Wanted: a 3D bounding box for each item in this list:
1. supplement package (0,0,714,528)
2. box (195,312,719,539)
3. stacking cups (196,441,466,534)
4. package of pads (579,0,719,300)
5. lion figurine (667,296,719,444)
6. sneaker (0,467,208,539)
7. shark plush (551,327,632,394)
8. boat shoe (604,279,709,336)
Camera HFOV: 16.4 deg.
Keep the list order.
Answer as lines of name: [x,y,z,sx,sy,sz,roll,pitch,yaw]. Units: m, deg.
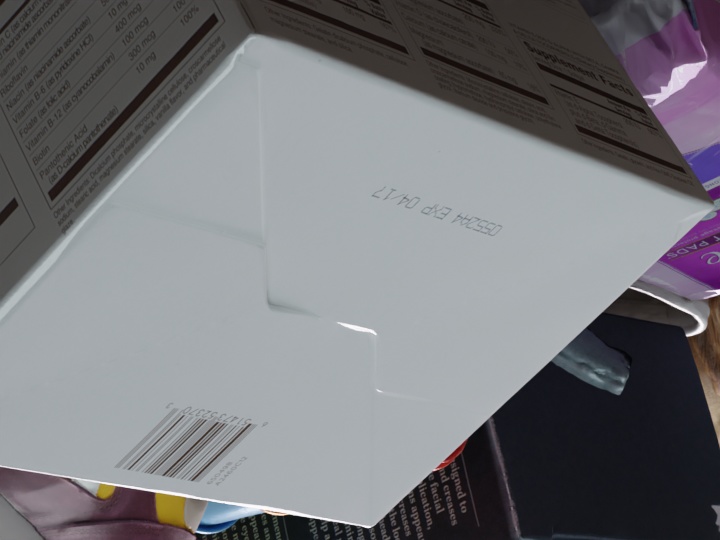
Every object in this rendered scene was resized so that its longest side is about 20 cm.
supplement package: [-0.032,-0.026,0.692,0.156,0.111,0.200,-44,145,23]
box: [0.028,0.100,1.019,0.200,0.107,0.148,-29,153,36]
stacking cups: [-0.048,0.070,0.907,0.060,0.061,0.200,13,160,-42]
package of pads: [0.113,-0.054,0.901,0.120,0.076,0.200,-22,155,30]
lion figurine: [0.113,0.050,1.114,0.200,0.073,0.123,-13,119,-5]
sneaker: [-0.110,0.034,0.772,0.075,0.090,0.200,21,151,36]
shark plush: [0.000,0.000,0.907,0.200,0.083,0.091,30,151,-15]
boat shoe: [0.058,-0.002,1.025,0.200,0.066,0.072,6,155,-32]
